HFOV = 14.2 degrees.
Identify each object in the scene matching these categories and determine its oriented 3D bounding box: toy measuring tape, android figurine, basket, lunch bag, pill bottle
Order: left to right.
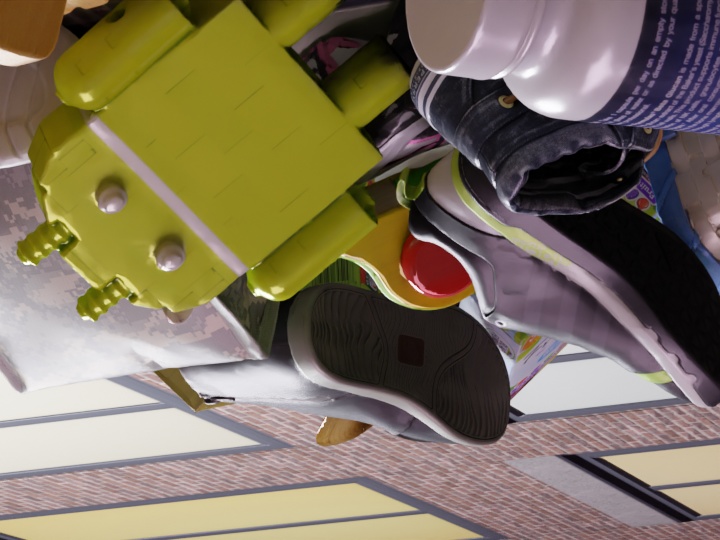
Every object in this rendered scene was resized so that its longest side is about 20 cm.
[{"bbox_3d":[-0.151,-0.041,1.510,0.164,0.118,0.200,-9,137,26],"label":"lunch bag"},{"bbox_3d":[-0.073,-0.057,1.374,0.200,0.041,0.182,-39,125,4],"label":"android figurine"},{"bbox_3d":[0.000,0.000,1.464,0.200,0.074,0.074,-24,167,-4],"label":"toy measuring tape"},{"bbox_3d":[0.126,-0.118,1.274,0.200,0.111,0.111,4,165,-25],"label":"pill bottle"},{"bbox_3d":[0.180,-0.044,1.522,0.200,0.139,0.176,-21,153,30],"label":"basket"}]

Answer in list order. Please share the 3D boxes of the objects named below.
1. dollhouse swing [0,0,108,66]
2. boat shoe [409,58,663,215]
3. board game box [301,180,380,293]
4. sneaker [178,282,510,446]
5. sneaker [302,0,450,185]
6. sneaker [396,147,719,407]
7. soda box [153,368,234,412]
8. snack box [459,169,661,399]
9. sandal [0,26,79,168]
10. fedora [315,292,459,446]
[{"bbox_3d":[-0.184,-0.097,1.213,0.200,0.182,0.176,-11,144,30],"label":"dollhouse swing"},{"bbox_3d":[0.126,-0.079,1.368,0.200,0.091,0.071,-16,144,-29],"label":"boat shoe"},{"bbox_3d":[-0.092,-0.022,1.645,0.200,0.102,0.048,-6,165,12],"label":"board game box"},{"bbox_3d":[-0.006,0.053,1.627,0.106,0.075,0.200,-9,157,39],"label":"sneaker"},{"bbox_3d":[0.038,-0.086,1.460,0.086,0.081,0.200,4,166,-30],"label":"sneaker"},{"bbox_3d":[0.101,0.003,1.428,0.200,0.072,0.083,41,129,-21],"label":"sneaker"},{"bbox_3d":[-0.083,0.042,1.846,0.068,0.064,0.200,-48,172,7],"label":"soda box"},{"bbox_3d":[0.121,0.004,1.735,0.142,0.053,0.200,-44,171,-11],"label":"snack box"},{"bbox_3d":[-0.215,-0.086,1.418,0.202,0.083,0.050,-3,174,18],"label":"sandal"},{"bbox_3d":[0.021,0.017,1.776,0.201,0.082,0.201,-46,171,-9],"label":"fedora"}]
